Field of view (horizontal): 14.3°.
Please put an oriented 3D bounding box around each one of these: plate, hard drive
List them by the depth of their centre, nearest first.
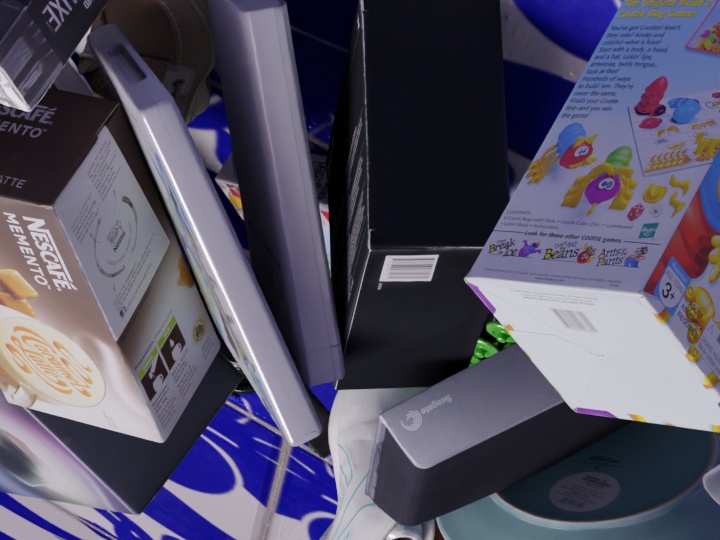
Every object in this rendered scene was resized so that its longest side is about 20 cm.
[{"bbox_3d":[-0.046,-0.053,1.532,0.132,0.027,0.201,-131,30,-71],"label":"hard drive"},{"bbox_3d":[0.100,0.073,1.593,0.042,0.199,0.135,59,164,19],"label":"hard drive"},{"bbox_3d":[0.140,0.116,1.653,0.199,0.200,0.026,14,127,37],"label":"plate"}]

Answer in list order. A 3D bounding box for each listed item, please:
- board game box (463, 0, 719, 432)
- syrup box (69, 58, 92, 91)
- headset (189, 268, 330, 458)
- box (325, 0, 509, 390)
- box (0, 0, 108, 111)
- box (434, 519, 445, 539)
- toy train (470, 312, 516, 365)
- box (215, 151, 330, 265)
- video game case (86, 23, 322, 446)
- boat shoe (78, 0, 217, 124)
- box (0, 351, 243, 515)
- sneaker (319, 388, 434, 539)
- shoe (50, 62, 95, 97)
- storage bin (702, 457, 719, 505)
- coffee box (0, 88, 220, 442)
[{"bbox_3d":[0.152,-0.042,1.272,0.105,0.201,0.103,6,147,45],"label":"board game box"},{"bbox_3d":[-0.222,-0.104,1.788,0.078,0.082,0.200,18,153,35],"label":"syrup box"},{"bbox_3d":[-0.091,0.051,1.888,0.200,0.094,0.123,51,177,-13],"label":"headset"},{"bbox_3d":[0.028,-0.037,1.508,0.078,0.142,0.200,-2,158,-7],"label":"box"},{"bbox_3d":[-0.215,-0.178,1.528,0.199,0.158,0.050,16,153,32],"label":"box"},{"bbox_3d":[0.091,0.172,1.799,0.106,0.201,0.152,36,157,-12],"label":"box"},{"bbox_3d":[0.107,0.028,1.694,0.056,0.042,0.200,25,159,-10],"label":"toy train"},{"bbox_3d":[0.000,0.000,1.778,0.110,0.035,0.200,14,152,37],"label":"box"},{"bbox_3d":[-0.085,-0.022,1.530,0.201,0.022,0.182,66,174,-21],"label":"video game case"},{"bbox_3d":[-0.124,-0.121,1.634,0.072,0.065,0.200,42,162,10],"label":"boat shoe"},{"bbox_3d":[-0.216,0.043,1.809,0.200,0.123,0.198,46,157,-23],"label":"box"},{"bbox_3d":[0.018,0.137,1.743,0.070,0.201,0.080,24,160,-32],"label":"sneaker"},{"bbox_3d":[-0.204,-0.090,1.641,0.201,0.091,0.072,55,170,14],"label":"shoe"},{"bbox_3d":[0.296,0.100,1.468,0.199,0.135,0.146,34,158,-3],"label":"storage bin"},{"bbox_3d":[-0.165,-0.006,1.586,0.114,0.080,0.201,12,144,26],"label":"coffee box"}]
